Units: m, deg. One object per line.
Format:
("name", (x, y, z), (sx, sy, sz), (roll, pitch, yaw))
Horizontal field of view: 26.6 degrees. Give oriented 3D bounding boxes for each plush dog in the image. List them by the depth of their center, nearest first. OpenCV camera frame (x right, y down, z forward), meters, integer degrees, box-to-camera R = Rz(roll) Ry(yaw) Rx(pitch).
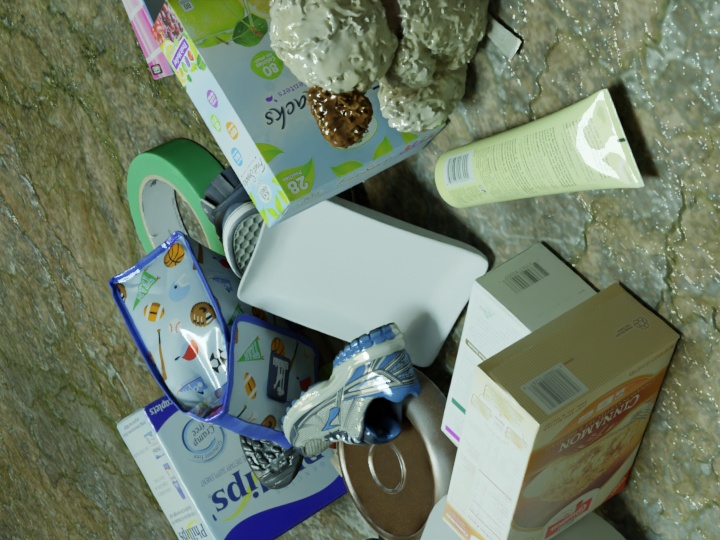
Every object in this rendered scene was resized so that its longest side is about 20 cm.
("plush dog", (0.009, -0.193, 1.157), (0.160, 0.172, 0.200), (-10, 105, 59))

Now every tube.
("tube", (0.137, -0.085, 1.181), (0.058, 0.052, 0.200), (28, 159, -28))

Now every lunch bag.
("lunch bag", (-0.132, 0.079, 1.518), (0.170, 0.124, 0.200), (28, -150, -56))

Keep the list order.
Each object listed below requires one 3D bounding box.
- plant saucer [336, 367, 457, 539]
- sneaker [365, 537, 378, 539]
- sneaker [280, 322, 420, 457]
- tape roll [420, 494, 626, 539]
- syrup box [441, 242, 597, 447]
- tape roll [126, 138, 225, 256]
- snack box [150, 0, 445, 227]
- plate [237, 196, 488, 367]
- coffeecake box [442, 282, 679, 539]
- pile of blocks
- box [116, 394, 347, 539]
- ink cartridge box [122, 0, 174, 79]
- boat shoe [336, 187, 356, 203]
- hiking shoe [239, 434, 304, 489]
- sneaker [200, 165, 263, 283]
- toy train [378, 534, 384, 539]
("plant saucer", (0.035, 0.188, 1.487), (0.200, 0.032, 0.200), (21, 116, 49))
("sneaker", (0.046, 0.387, 1.663), (0.078, 0.090, 0.200), (-17, 99, 60))
("sneaker", (-0.008, 0.136, 1.441), (0.085, 0.077, 0.200), (57, 140, 18))
("tape roll", (0.145, 0.279, 1.348), (0.202, 0.071, 0.203), (14, 137, 13))
("syrup box", (0.133, 0.082, 1.287), (0.081, 0.079, 0.200), (44, 146, 28))
("tape roll", (-0.189, -0.048, 1.712), (0.200, 0.048, 0.201), (38, 143, 36))
("snack box", (-0.052, -0.162, 1.282), (0.200, 0.169, 0.068), (58, 153, 5))
("plate", (0.000, 0.000, 1.391), (0.200, 0.032, 0.200), (20, 144, -3))
("coffeecake box", (0.156, 0.128, 1.214), (0.073, 0.153, 0.200), (44, 146, 30))
("pile of blocks", (-0.021, 0.142, 1.593), (0.082, 0.062, 0.200), (3, 117, 57))
("box", (-0.140, 0.209, 1.712), (0.200, 0.184, 0.105), (60, 149, 2))
("ink cartridge box", (-0.217, -0.299, 1.563), (0.095, 0.037, 0.200), (-2, 110, 58))
("boat shoe", (-0.048, -0.119, 1.409), (0.065, 0.073, 0.200), (1, 115, 63))
("hiking shoe", (-0.087, 0.140, 1.637), (0.101, 0.076, 0.200), (50, -148, -67))
("sneaker", (-0.116, -0.055, 1.501), (0.146, 0.077, 0.202), (51, -179, 24))
("toy train", (0.093, 0.292, 1.527), (0.200, 0.085, 0.114), (16, 118, 51))
